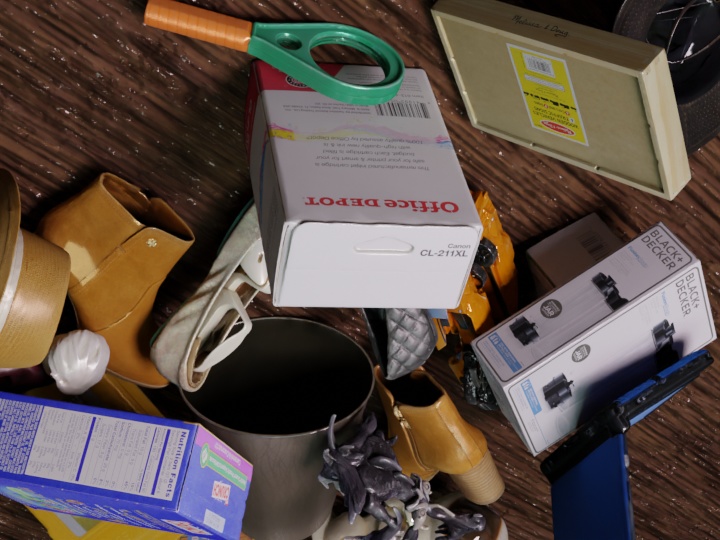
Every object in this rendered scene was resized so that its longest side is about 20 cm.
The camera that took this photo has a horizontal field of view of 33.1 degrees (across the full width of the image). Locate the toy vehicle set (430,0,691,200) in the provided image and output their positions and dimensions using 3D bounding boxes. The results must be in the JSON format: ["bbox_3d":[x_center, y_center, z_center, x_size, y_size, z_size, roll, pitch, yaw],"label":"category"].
[{"bbox_3d":[0.148,-0.134,0.907,0.027,0.199,0.125,-46,138,-19],"label":"toy vehicle set"}]

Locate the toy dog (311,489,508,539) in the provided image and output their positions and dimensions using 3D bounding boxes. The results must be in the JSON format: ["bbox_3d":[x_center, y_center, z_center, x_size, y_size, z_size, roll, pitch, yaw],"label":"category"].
[{"bbox_3d":[0.058,0.296,1.284,0.198,0.195,0.140,-19,122,13],"label":"toy dog"}]

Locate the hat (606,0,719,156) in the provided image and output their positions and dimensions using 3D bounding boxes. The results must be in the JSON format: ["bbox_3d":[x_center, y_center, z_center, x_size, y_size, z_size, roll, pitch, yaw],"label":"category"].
[{"bbox_3d":[0.241,-0.189,0.936,0.199,0.081,0.203,-19,128,-25],"label":"hat"}]

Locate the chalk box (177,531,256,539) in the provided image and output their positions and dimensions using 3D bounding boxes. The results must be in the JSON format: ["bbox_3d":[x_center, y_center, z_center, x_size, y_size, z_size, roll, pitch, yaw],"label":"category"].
[{"bbox_3d":[-0.179,0.302,1.260,0.197,0.125,0.124,-8,145,-7],"label":"chalk box"}]

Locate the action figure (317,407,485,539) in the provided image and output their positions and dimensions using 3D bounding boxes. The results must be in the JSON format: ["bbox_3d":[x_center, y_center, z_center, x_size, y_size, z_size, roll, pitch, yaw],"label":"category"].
[{"bbox_3d":[0.018,0.207,1.070,0.102,0.120,0.200,-34,121,30],"label":"action figure"}]

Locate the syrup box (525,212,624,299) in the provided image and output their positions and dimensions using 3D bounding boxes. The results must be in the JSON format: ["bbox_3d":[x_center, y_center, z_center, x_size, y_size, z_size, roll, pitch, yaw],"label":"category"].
[{"bbox_3d":[0.224,0.053,1.157,0.081,0.079,0.201,-28,134,-6],"label":"syrup box"}]

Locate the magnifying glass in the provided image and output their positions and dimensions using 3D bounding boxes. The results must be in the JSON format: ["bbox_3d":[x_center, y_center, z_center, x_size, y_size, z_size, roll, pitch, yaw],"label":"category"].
[{"bbox_3d":[-0.062,-0.169,0.904,0.197,0.080,0.023,12,133,-10],"label":"magnifying glass"}]

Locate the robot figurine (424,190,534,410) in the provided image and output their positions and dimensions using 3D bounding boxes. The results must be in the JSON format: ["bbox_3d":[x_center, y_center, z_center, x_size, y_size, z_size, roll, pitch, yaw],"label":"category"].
[{"bbox_3d":[0.106,0.031,1.096,0.058,0.146,0.201,8,141,30],"label":"robot figurine"}]

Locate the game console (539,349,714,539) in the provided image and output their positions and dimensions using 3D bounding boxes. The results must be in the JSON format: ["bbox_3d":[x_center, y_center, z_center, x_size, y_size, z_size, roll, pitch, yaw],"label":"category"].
[{"bbox_3d":[0.239,0.182,1.069,0.169,0.119,0.200,-27,165,-19],"label":"game console"}]

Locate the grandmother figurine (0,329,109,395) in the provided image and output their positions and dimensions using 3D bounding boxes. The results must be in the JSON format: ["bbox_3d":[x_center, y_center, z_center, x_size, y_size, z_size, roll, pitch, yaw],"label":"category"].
[{"bbox_3d":[-0.302,0.083,1.030,0.198,0.061,0.121,-10,-179,23],"label":"grandmother figurine"}]

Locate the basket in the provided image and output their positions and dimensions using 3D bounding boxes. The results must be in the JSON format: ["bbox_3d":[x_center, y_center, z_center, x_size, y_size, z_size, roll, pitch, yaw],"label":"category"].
[{"bbox_3d":[-0.080,0.162,1.163,0.178,0.137,0.201,1,137,-3],"label":"basket"}]

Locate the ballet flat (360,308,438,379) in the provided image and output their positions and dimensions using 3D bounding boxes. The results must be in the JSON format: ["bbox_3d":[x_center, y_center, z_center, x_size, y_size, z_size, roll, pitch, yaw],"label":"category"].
[{"bbox_3d":[0.000,0.000,1.014,0.057,0.066,0.201,-39,104,-27],"label":"ballet flat"}]

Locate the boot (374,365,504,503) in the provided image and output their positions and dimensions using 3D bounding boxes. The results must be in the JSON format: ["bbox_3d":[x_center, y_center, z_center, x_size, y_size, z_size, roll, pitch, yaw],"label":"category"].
[{"bbox_3d":[0.047,0.144,1.170,0.071,0.200,0.145,-44,117,-23],"label":"boot"}]

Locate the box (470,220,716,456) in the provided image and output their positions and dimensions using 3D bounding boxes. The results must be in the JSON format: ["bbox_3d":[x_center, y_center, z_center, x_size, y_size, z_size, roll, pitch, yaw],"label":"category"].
[{"bbox_3d":[0.205,0.060,1.054,0.199,0.060,0.117,-32,135,-4],"label":"box"}]

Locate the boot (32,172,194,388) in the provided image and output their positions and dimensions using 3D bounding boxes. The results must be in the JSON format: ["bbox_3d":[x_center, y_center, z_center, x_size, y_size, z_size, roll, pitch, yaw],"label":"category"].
[{"bbox_3d":[-0.188,0.013,1.032,0.143,0.071,0.201,-31,126,25],"label":"boot"}]

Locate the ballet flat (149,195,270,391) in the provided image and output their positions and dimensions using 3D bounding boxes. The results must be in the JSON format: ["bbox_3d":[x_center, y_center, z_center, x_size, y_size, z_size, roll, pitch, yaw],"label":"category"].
[{"bbox_3d":[-0.101,0.017,1.027,0.201,0.062,0.067,-54,151,8],"label":"ballet flat"}]

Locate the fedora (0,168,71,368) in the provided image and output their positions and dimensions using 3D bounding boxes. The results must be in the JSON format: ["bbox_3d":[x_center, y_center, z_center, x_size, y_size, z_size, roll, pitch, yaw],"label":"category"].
[{"bbox_3d":[-0.277,0.021,0.939,0.081,0.202,0.201,19,126,-29],"label":"fedora"}]

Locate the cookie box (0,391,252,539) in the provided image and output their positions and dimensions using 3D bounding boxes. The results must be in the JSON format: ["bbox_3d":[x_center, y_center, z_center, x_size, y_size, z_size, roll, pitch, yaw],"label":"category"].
[{"bbox_3d":[-0.208,0.166,1.014,0.197,0.076,0.171,8,161,13],"label":"cookie box"}]

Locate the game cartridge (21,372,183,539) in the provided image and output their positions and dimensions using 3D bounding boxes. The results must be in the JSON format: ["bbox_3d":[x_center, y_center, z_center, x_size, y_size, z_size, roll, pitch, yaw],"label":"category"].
[{"bbox_3d":[-0.249,0.187,1.145,0.176,0.032,0.200,-37,98,22],"label":"game cartridge"}]

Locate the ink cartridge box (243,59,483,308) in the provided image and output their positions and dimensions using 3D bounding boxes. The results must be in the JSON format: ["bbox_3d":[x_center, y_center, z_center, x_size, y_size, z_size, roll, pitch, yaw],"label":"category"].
[{"bbox_3d":[-0.006,-0.067,0.915,0.144,0.201,0.083,2,132,-14],"label":"ink cartridge box"}]
